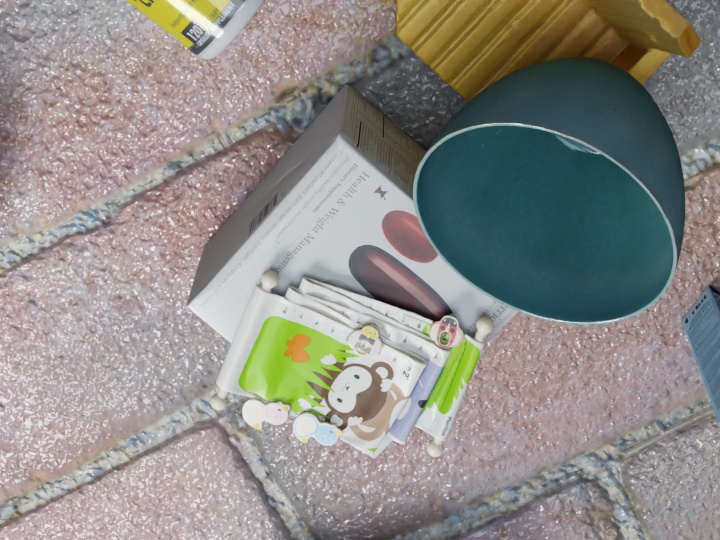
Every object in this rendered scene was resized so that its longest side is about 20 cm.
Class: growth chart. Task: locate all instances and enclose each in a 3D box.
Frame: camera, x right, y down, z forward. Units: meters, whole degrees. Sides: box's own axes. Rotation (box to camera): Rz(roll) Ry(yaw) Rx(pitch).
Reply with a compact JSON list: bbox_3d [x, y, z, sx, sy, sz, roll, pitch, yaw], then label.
[{"bbox_3d":[-0.009,0.077,1.481,0.198,0.018,0.146,14,113,-2],"label":"growth chart"}]

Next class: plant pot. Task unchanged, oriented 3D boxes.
[{"bbox_3d":[0.155,-0.078,1.404,0.198,0.135,0.201,18,142,14],"label":"plant pot"}]

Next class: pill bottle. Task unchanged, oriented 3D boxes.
[{"bbox_3d":[-0.160,-0.262,1.456,0.199,0.112,0.112,37,108,-13],"label":"pill bottle"}]

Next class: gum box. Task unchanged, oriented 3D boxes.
[{"bbox_3d":[0.351,0.108,1.546,0.169,0.200,0.045,32,109,-12],"label":"gum box"}]

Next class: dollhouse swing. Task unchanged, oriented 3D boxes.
[{"bbox_3d":[0.131,-0.184,1.448,0.200,0.176,0.182,40,107,-15],"label":"dollhouse swing"}]

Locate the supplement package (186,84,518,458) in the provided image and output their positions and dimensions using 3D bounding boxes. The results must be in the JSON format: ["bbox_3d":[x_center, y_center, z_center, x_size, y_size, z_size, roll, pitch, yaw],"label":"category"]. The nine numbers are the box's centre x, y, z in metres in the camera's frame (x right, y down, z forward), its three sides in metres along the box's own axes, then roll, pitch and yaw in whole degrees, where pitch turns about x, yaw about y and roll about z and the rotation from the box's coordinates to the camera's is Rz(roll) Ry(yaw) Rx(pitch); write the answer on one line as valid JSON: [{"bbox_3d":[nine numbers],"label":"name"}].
[{"bbox_3d":[0.000,0.000,1.539,0.200,0.147,0.191,39,108,-12],"label":"supplement package"}]
